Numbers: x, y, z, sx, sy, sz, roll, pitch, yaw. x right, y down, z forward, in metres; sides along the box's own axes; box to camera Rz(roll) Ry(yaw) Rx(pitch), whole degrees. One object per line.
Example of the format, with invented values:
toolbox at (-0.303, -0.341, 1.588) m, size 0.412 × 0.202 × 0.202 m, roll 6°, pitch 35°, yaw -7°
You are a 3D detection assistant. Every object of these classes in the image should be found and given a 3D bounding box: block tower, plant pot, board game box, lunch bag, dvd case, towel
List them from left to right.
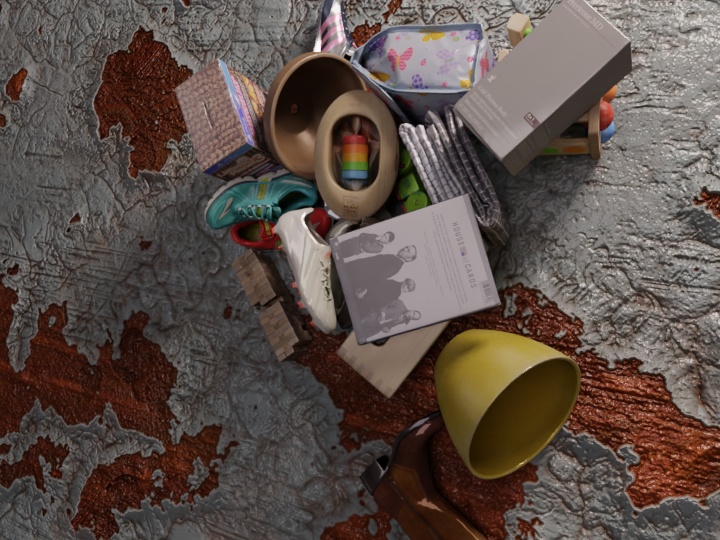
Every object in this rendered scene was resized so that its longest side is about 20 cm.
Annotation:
board game box at (-0.199, -0.236, 1.025) m, size 0.096 × 0.200 × 0.161 m, roll -27°, pitch 74°, yaw 19°
block tower at (-0.155, 0.059, 1.055) m, size 0.054 × 0.058 × 0.201 m, roll -35°, pitch 74°, yaw 17°
plant pot at (-0.088, -0.260, 0.991) m, size 0.092 × 0.200 × 0.203 m, roll 28°, pitch 97°, yaw 44°
dvd case at (0.069, 0.001, 0.790) m, size 0.198 × 0.025 × 0.152 m, roll -17°, pitch 86°, yaw 12°
lunch bag at (0.101, -0.282, 0.910) m, size 0.198 × 0.169 × 0.129 m, roll 11°, pitch 85°, yaw 23°
towel at (0.149, -0.130, 0.876) m, size 0.085 × 0.165 × 0.202 m, roll -27°, pitch 76°, yaw 16°
plant pot at (0.185, 0.164, 0.834) m, size 0.201 × 0.199 × 0.142 m, roll -56°, pitch 43°, yaw 9°

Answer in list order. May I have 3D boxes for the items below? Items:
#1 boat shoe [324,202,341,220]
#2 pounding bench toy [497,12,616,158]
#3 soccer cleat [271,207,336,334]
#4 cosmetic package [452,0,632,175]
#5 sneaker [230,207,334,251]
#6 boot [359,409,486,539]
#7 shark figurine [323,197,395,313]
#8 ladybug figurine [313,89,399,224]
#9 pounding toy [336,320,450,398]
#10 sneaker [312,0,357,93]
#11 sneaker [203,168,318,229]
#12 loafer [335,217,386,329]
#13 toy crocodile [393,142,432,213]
boat shoe at (-0.007, -0.183, 1.002) m, size 0.070 × 0.070 × 0.203 m, roll 17°, pitch 99°, yaw 8°
pounding bench toy at (0.284, -0.273, 0.851) m, size 0.154 × 0.124 × 0.203 m, roll 3°, pitch 86°, yaw 24°
soccer cleat at (-0.072, -0.001, 0.932) m, size 0.077 × 0.069 × 0.202 m, roll -22°, pitch 87°, yaw 9°
cosmetic package at (0.231, -0.232, 0.755) m, size 0.200 × 0.090 × 0.107 m, roll -45°, pitch 67°, yaw 17°
sneaker at (-0.141, -0.067, 1.044) m, size 0.198 × 0.085 × 0.078 m, roll -9°, pitch 82°, yaw 24°
boot at (0.115, 0.338, 0.897) m, size 0.189 × 0.068 × 0.200 m, roll -48°, pitch 69°, yaw 12°
shark figurine at (-0.033, -0.045, 1.002) m, size 0.127 × 0.090 × 0.216 m, roll 25°, pitch 105°, yaw -9°
ladybug figurine at (-0.004, -0.174, 0.929) m, size 0.134 × 0.072 × 0.203 m, roll 7°, pitch 98°, yaw 10°
pounding toy at (0.066, 0.052, 0.900) m, size 0.142 × 0.184 × 0.201 m, roll 38°, pitch 100°, yaw 10°
sneaker at (-0.036, -0.407, 1.051) m, size 0.081 × 0.070 × 0.203 m, roll 9°, pitch 91°, yaw 8°
sneaker at (-0.166, -0.115, 0.999) m, size 0.198 × 0.078 × 0.080 m, roll -22°, pitch 53°, yaw -11°
loafer at (0.000, 0.000, 0.943) m, size 0.071 × 0.073 × 0.202 m, roll 28°, pitch 112°, yaw 9°
toy crocodile at (0.083, -0.128, 0.960) m, size 0.061 × 0.067 × 0.202 m, roll -28°, pitch 72°, yaw 26°
